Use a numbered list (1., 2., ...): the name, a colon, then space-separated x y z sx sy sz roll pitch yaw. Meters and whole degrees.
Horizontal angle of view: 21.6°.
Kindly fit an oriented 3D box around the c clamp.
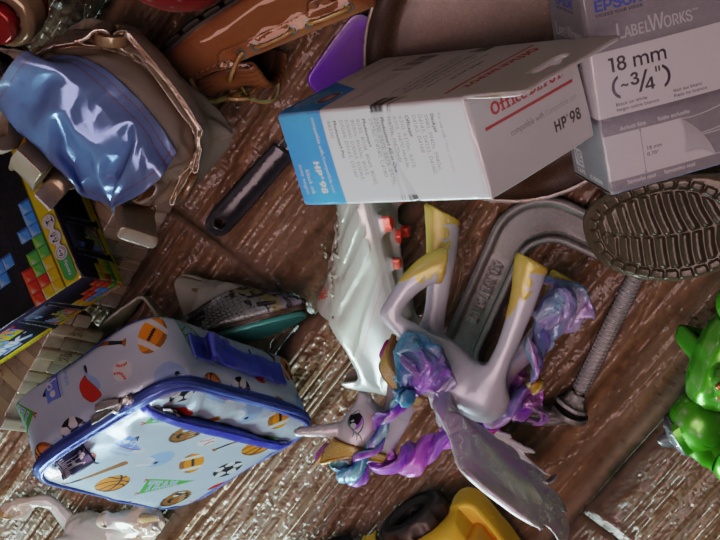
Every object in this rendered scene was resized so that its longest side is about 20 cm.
1. c clamp: 0.154 0.035 1.343 0.170 0.027 0.201 29 113 0

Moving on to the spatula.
1. spatula: -0.044 -0.093 1.339 0.056 0.021 0.200 37 115 -15

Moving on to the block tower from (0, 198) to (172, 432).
1. block tower: -0.213 0.019 1.370 0.058 0.054 0.201 37 103 35

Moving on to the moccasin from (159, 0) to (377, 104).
1. moccasin: -0.076 -0.151 1.297 0.201 0.074 0.078 -31 97 20

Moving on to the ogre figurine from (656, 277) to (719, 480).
1. ogre figurine: 0.280 0.074 1.299 0.119 0.098 0.201 14 130 -13

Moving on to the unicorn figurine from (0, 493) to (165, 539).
1. unicorn figurine: -0.224 0.231 1.482 0.136 0.074 0.201 8 127 0

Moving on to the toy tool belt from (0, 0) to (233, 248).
1. toy tool belt: -0.191 -0.106 1.247 0.200 0.123 0.125 38 132 -4

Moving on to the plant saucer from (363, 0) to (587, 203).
1. plant saucer: 0.102 -0.145 1.280 0.199 0.032 0.202 3 110 10

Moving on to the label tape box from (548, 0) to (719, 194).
1. label tape box: 0.198 -0.165 1.208 0.143 0.063 0.201 -16 110 -11

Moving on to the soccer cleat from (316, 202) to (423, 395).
1. soccer cleat: 0.000 0.000 1.343 0.077 0.069 0.201 -6 112 17

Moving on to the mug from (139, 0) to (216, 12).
1. mug: -0.081 -0.279 1.181 0.199 0.133 0.179 -22 92 46

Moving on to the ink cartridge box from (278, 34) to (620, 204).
1. ink cartridge box: 0.062 -0.093 1.184 0.199 0.116 0.067 0 113 43

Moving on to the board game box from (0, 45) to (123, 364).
1. board game box: -0.277 -0.040 1.342 0.165 0.057 0.201 -32 71 20

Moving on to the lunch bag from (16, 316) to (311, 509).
1. lunch bag: -0.136 0.102 1.344 0.160 0.200 0.076 -30 64 22

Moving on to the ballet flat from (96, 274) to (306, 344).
1. ballet flat: -0.135 0.042 1.390 0.199 0.072 0.072 -26 103 18

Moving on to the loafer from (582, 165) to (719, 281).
1. loafer: 0.249 -0.045 1.269 0.199 0.067 0.077 -10 104 15

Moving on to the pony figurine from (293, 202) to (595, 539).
1. pony figurine: 0.075 0.083 1.293 0.192 0.167 0.201 27 93 -6

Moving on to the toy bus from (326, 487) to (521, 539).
1. toy bus: 0.023 0.273 1.373 0.199 0.192 0.136 -30 100 19
